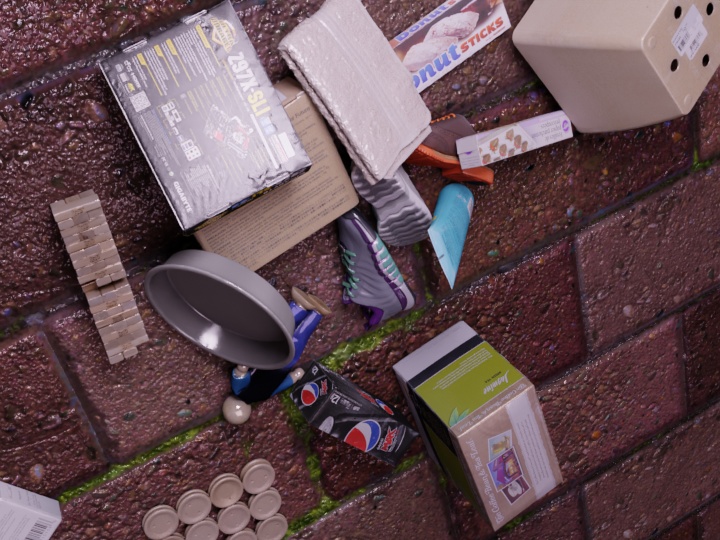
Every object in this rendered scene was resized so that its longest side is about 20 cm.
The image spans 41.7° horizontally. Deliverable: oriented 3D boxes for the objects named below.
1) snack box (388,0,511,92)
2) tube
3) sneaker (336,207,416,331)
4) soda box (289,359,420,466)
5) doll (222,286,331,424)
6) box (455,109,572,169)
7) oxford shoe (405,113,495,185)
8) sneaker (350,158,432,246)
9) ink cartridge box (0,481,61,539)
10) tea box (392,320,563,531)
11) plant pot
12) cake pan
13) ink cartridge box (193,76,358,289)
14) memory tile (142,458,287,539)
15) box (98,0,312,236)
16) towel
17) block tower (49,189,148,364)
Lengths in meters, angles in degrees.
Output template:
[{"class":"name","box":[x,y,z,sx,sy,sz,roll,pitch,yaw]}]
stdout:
[{"class":"snack box","box":[0.096,-0.282,1.176,0.198,0.024,0.073,-36,127,-8]},{"class":"tube","box":[0.113,-0.054,1.197,0.050,0.201,0.078,-23,107,20]},{"class":"sneaker","box":[0.000,0.000,1.238,0.087,0.075,0.201,-35,126,-2]},{"class":"soda box","box":[-0.006,0.203,1.324,0.064,0.071,0.199,-51,132,5]},{"class":"doll","box":[-0.115,0.122,1.247,0.202,0.048,0.136,-54,147,7]},{"class":"box","box":[0.204,-0.173,1.237,0.198,0.041,0.040,-21,102,-39]},{"class":"oxford shoe","box":[0.095,-0.170,1.217,0.197,0.071,0.074,17,84,-36]},{"class":"sneaker","box":[0.043,-0.105,1.207,0.073,0.083,0.201,-15,145,11]},{"class":"ink cartridge box","box":[-0.495,0.348,1.162,0.172,0.044,0.202,32,97,-35]},{"class":"tea box","box":[0.168,0.220,1.359,0.132,0.197,0.202,-30,125,-10]},{"class":"plant pot","box":[0.348,-0.298,1.188,0.200,0.176,0.202,41,81,-37]},{"class":"cake pan","box":[-0.161,0.046,1.116,0.201,0.197,0.037,52,51,-35]},{"class":"ink cartridge box","box":[-0.122,-0.104,1.117,0.198,0.075,0.167,-32,123,-10]},{"class":"memory tile","box":[-0.203,0.360,1.341,0.196,0.017,0.156,-22,122,-17]},{"class":"box","box":[-0.166,-0.163,1.016,0.158,0.049,0.203,-28,90,-12]},{"class":"towel","box":[0.000,-0.211,1.088,0.201,0.034,0.133,53,53,-17]},{"class":"block tower","box":[-0.299,0.005,1.089,0.053,0.058,0.204,-21,124,-17]}]
